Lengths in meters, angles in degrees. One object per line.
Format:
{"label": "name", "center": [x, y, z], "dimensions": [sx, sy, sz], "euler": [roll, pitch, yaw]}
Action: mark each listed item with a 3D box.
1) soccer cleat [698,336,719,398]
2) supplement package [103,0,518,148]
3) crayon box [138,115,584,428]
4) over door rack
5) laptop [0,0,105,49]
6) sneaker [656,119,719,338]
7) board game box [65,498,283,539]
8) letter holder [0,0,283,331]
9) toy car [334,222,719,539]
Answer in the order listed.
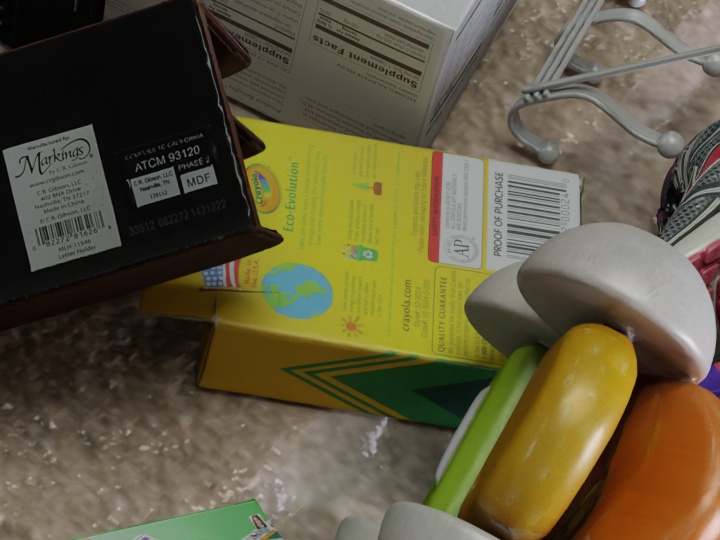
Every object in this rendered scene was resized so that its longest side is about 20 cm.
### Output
{"label": "soccer cleat", "center": [0.235, 0.061, 1.140], "dimensions": [0.198, 0.068, 0.074], "euler": [-3, 58, -19]}
{"label": "supplement package", "center": [-0.024, -0.167, 1.230], "dimensions": [0.199, 0.111, 0.156], "euler": [26, 50, 7]}
{"label": "crayon box", "center": [0.000, 0.000, 1.137], "dimensions": [0.198, 0.051, 0.128], "euler": [10, 50, -7]}
{"label": "over door rack", "center": [0.177, -0.129, 1.214], "dimensions": [0.067, 0.199, 0.148], "euler": [48, 46, -19]}
{"label": "laptop", "center": [-0.219, -0.165, 1.136], "dimensions": [0.199, 0.178, 0.103], "euler": [32, 51, 13]}
{"label": "sneaker", "center": [0.167, -0.018, 1.185], "dimensions": [0.074, 0.081, 0.200], "euler": [22, 40, 27]}
{"label": "board game box", "center": [-0.070, 0.158, 0.940], "dimensions": [0.199, 0.029, 0.135], "euler": [-6, 51, -54]}
{"label": "letter holder", "center": [-0.138, -0.030, 1.071], "dimensions": [0.198, 0.142, 0.101], "euler": [-17, 83, 6]}
{"label": "toy car", "center": [0.090, 0.090, 0.995], "dimensions": [0.149, 0.200, 0.176], "euler": [31, 76, -6]}
